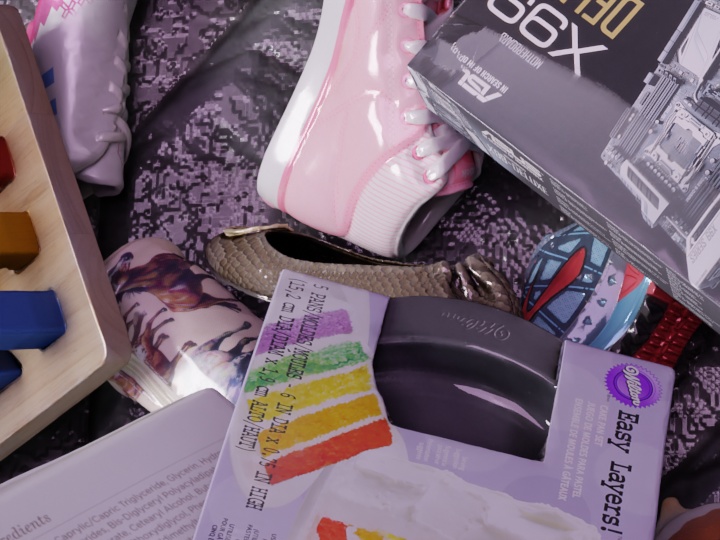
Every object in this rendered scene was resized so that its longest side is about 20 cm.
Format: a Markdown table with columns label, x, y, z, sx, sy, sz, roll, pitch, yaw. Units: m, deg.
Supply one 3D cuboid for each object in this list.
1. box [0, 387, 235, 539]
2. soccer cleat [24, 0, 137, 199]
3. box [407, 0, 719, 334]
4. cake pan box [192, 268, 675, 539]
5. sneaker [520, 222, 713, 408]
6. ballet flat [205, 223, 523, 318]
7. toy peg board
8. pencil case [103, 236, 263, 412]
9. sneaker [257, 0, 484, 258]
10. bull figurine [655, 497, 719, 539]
| label | x | y | z | sx | sy | sz | roll | pitch | yaw |
| --- | --- | --- | --- | --- | --- | --- | --- | --- | --- |
| box | -0.098 | 0.198 | 0.973 | 0.171 | 0.200 | 0.200 | 38 | 124 | 21 |
| soccer cleat | -0.146 | -0.089 | 1.167 | 0.086 | 0.070 | 0.201 | 25 | 91 | 20 |
| box | 0.145 | -0.086 | 1.001 | 0.200 | 0.050 | 0.158 | 40 | 83 | 23 |
| cake pan box | 0.031 | 0.097 | 0.914 | 0.183 | 0.052 | 0.201 | 16 | 44 | 2 |
| sneaker | 0.115 | 0.025 | 1.073 | 0.200 | 0.079 | 0.096 | -52 | 39 | 7 |
| ballet flat | 0.000 | 0.000 | 1.076 | 0.199 | 0.067 | 0.047 | 17 | 109 | 44 |
| toy peg board | -0.236 | -0.001 | 1.105 | 0.200 | 0.098 | 0.200 | -36 | 66 | 38 |
| pencil case | -0.060 | 0.068 | 1.088 | 0.200 | 0.089 | 0.078 | 40 | 117 | 20 |
| sneaker | 0.028 | -0.098 | 1.091 | 0.104 | 0.075 | 0.201 | 32 | 114 | 22 |
| bull figurine | 0.176 | 0.124 | 1.013 | 0.199 | 0.065 | 0.122 | -18 | 63 | -3 |
